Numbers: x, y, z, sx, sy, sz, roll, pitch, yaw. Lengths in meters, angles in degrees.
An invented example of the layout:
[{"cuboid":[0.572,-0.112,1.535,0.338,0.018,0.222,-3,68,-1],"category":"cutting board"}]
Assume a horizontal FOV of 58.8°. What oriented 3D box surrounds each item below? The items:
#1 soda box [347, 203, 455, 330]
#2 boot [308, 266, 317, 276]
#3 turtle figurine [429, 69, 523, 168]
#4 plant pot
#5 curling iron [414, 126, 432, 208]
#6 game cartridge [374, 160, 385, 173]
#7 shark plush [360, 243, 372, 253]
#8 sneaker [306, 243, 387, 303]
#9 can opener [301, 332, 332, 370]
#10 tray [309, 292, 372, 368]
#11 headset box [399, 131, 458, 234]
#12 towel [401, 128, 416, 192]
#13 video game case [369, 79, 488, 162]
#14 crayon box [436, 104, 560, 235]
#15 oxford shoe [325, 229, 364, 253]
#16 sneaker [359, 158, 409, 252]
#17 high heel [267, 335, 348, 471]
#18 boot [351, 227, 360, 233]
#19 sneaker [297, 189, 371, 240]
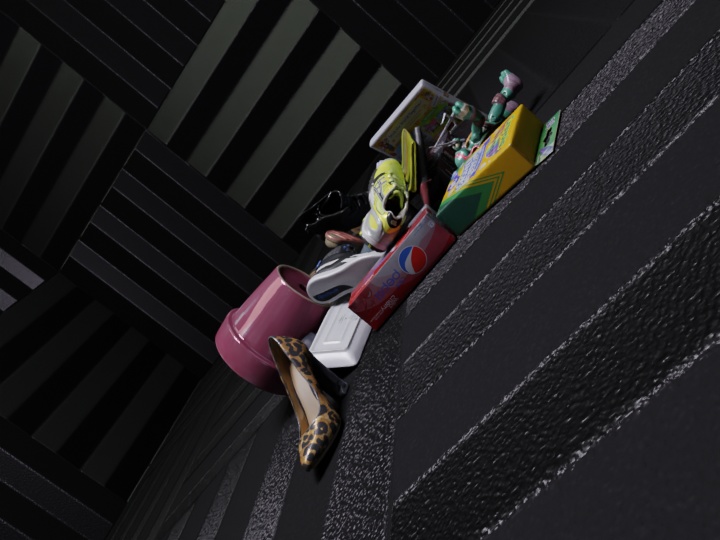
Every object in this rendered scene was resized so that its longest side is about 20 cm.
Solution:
[{"cuboid":[0.064,-0.004,1.019,0.201,0.063,0.070,-51,9,19],"category":"soda box"},{"cuboid":[-0.095,0.103,1.323,0.202,0.076,0.140,107,176,-46],"category":"boot"},{"cuboid":[0.200,-0.237,1.087,0.200,0.100,0.150,-46,-9,-15],"category":"turtle figurine"},{"cuboid":[-0.147,0.100,1.204,0.181,0.198,0.200,-57,8,14],"category":"plant pot"},{"cuboid":[0.113,-0.144,1.070,0.050,0.025,0.205,140,126,-68],"category":"curling iron"},{"cuboid":[0.057,-0.127,1.268,0.200,0.040,0.137,22,-104,-77],"category":"game cartridge"},{"cuboid":[0.000,0.000,1.232,0.199,0.083,0.092,-38,17,48],"category":"shark plush"},{"cuboid":[0.001,-0.016,1.131,0.196,0.074,0.113,-15,30,20],"category":"sneaker"},{"cuboid":[-0.040,0.109,1.135,0.200,0.078,0.064,-48,-2,-35],"category":"can opener"},{"cuboid":[-0.028,0.090,1.087,0.105,0.022,0.201,-7,32,24],"category":"tray"},{"cuboid":[0.135,-0.160,1.201,0.149,0.075,0.201,-46,12,31],"category":"headset box"},{"cuboid":[0.086,-0.202,1.154,0.200,0.018,0.088,-89,-4,-72],"category":"towel"},{"cuboid":[0.141,-0.267,1.253,0.200,0.179,0.023,-39,35,52],"category":"video game case"},{"cuboid":[0.202,-0.158,0.945,0.200,0.051,0.127,-44,13,42],"category":"crayon box"},{"cuboid":[-0.020,-0.031,1.269,0.199,0.070,0.075,18,-82,-64],"category":"oxford shoe"},{"cuboid":[0.055,-0.119,1.064,0.076,0.075,0.203,-42,29,41],"category":"sneaker"},{"cuboid":[-0.093,0.177,0.883,0.072,0.142,0.201,-47,11,24],"category":"high heel"},{"cuboid":[0.026,-0.170,1.756,0.201,0.076,0.155,-53,11,-15],"category":"boot"},{"cuboid":[-0.032,-0.121,1.259,0.198,0.060,0.105,-32,-21,-15],"category":"sneaker"}]
